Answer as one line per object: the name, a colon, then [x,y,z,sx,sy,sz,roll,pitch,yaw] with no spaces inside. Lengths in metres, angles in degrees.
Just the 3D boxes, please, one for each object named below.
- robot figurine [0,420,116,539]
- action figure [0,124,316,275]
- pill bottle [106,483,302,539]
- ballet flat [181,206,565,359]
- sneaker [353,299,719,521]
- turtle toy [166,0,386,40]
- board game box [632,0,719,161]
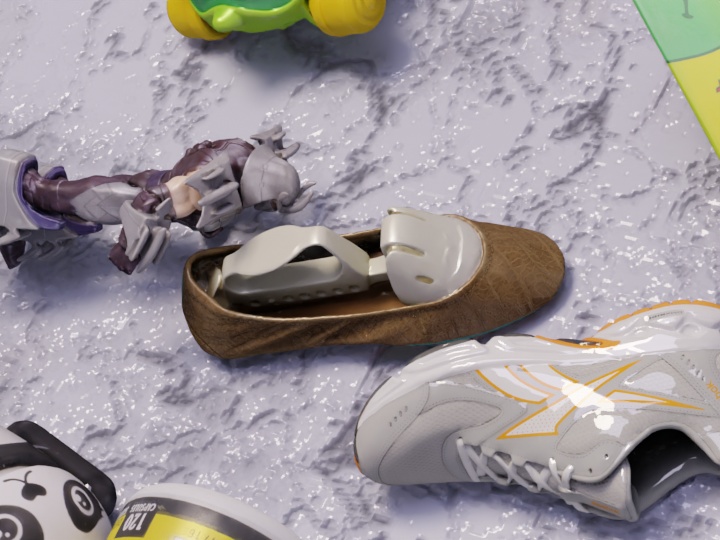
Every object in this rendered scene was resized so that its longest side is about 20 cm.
robot figurine: [-0.209,0.124,1.433,0.199,0.125,0.151,28,77,34]
action figure: [-0.112,-0.036,1.527,0.199,0.130,0.070,-2,95,25]
pill bottle: [-0.097,0.206,1.341,0.111,0.112,0.201,12,60,27]
ballet flat: [0.000,0.000,1.482,0.199,0.072,0.068,-6,55,16]
sneaker: [0.093,0.080,1.392,0.199,0.076,0.093,-15,56,11]
turtle toy: [-0.039,-0.213,1.615,0.145,0.101,0.201,1,55,41]
board game box: [0.212,-0.091,1.420,0.101,0.048,0.201,-31,76,14]
